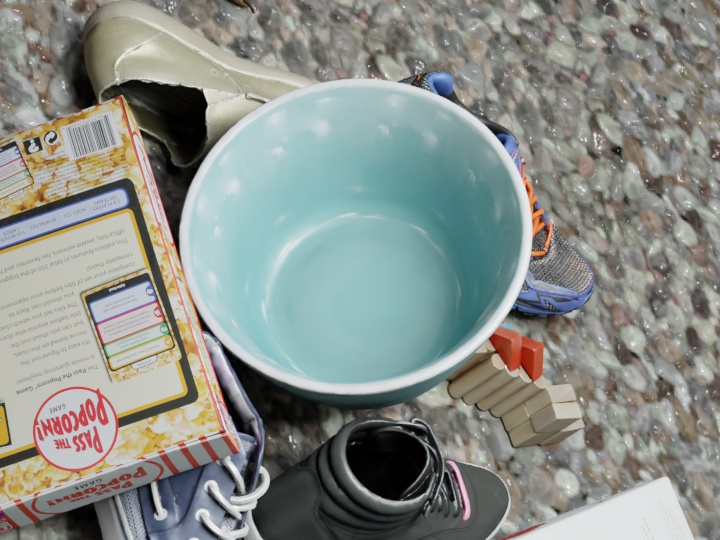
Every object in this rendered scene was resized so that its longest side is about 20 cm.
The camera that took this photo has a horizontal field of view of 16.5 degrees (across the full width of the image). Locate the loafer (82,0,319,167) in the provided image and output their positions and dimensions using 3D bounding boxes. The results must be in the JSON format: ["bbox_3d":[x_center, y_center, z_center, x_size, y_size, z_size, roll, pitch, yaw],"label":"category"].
[{"bbox_3d":[-0.083,-0.090,1.506,0.200,0.076,0.068,25,51,-15],"label":"loafer"}]

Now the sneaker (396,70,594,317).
[{"bbox_3d":[0.081,-0.049,1.611,0.200,0.078,0.075,44,45,-10],"label":"sneaker"}]

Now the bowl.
[{"bbox_3d":[0.000,0.000,1.446,0.201,0.105,0.201,-2,63,3],"label":"bowl"}]

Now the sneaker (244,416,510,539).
[{"bbox_3d":[0.035,0.129,1.443,0.200,0.099,0.071,0,62,-42],"label":"sneaker"}]

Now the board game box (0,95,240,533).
[{"bbox_3d":[-0.166,0.025,1.312,0.151,0.046,0.200,-18,71,0],"label":"board game box"}]

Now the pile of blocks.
[{"bbox_3d":[0.072,0.038,1.560,0.200,0.062,0.082,33,47,-21],"label":"pile of blocks"}]

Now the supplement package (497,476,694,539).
[{"bbox_3d":[0.099,0.211,1.421,0.200,0.121,0.120,-16,82,-46],"label":"supplement package"}]

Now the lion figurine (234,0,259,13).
[{"bbox_3d":[-0.097,-0.266,1.606,0.122,0.072,0.200,23,55,-19],"label":"lion figurine"}]

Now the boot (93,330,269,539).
[{"bbox_3d":[-0.086,0.132,1.319,0.073,0.090,0.200,22,39,-60],"label":"boot"}]
